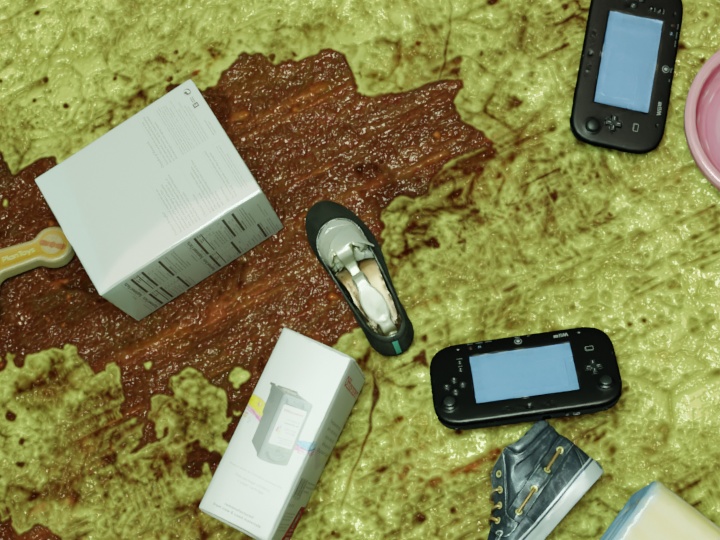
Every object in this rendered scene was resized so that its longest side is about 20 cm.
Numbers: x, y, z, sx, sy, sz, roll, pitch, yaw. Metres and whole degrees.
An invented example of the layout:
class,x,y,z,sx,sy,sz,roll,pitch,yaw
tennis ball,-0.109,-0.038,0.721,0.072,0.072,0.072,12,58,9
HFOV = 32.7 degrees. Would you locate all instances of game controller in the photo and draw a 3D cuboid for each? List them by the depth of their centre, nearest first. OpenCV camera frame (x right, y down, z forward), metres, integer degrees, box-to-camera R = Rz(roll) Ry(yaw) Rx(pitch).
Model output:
class,x,y,z,sx,sy,sz,roll,pitch,yaw
game controller,0.173,0.113,1.299,0.198,0.042,0.105,-8,56,4
game controller,0.298,-0.230,1.369,0.103,0.042,0.202,10,79,9

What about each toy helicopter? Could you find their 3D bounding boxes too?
class,x,y,z,sx,sy,sz,roll,pitch,yaw
toy helicopter,-0.428,-0.011,1.407,0.198,0.079,0.133,-19,66,-9

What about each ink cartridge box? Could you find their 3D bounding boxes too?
class,x,y,z,sx,sy,sz,roll,pitch,yaw
ink cartridge box,-0.077,0.176,1.271,0.085,0.148,0.201,22,79,10

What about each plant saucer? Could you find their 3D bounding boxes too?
class,x,y,z,sx,sy,sz,roll,pitch,yaw
plant saucer,0.452,-0.158,1.337,0.198,0.051,0.203,-1,76,6

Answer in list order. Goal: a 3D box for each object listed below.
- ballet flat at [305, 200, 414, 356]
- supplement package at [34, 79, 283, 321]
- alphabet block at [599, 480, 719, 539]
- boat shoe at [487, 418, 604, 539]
class,x,y,z,sx,sy,sz,roll,pitch,yaw
ballet flat,0.000,0.000,1.344,0.068,0.068,0.201,-32,75,-1
supplement package,-0.215,-0.072,1.343,0.199,0.151,0.152,-33,76,-2
alphabet block,0.298,0.340,1.164,0.199,0.196,0.196,38,85,13
boat shoe,0.155,0.250,1.271,0.091,0.071,0.200,41,78,15
